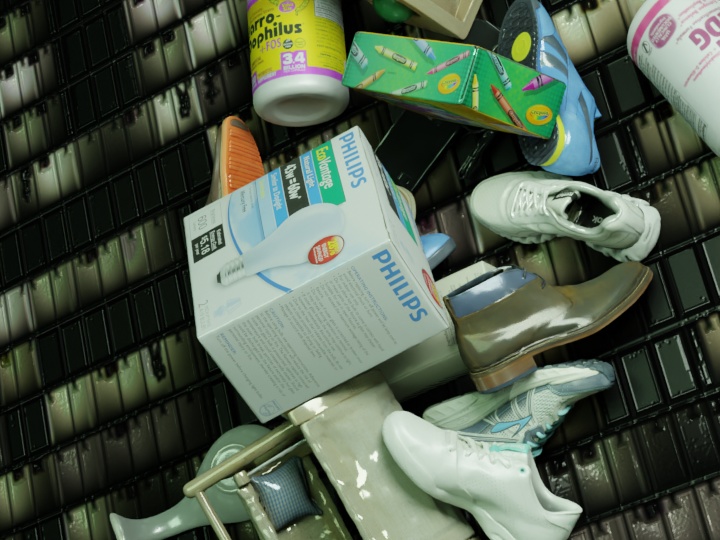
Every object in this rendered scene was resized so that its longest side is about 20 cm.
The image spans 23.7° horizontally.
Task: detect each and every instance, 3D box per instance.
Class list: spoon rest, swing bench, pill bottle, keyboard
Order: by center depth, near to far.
[{"bbox_3d":[0.341,-0.170,1.554,0.113,0.113,0.200,-44,59,14],"label":"pill bottle"},{"bbox_3d":[-0.023,0.232,1.622,0.200,0.130,0.200,-36,79,22],"label":"swing bench"},{"bbox_3d":[0.100,-0.154,1.758,0.200,0.021,0.127,-54,51,9],"label":"keyboard"},{"bbox_3d":[-0.163,0.233,1.800,0.199,0.061,0.100,-27,64,8],"label":"spoon rest"},{"bbox_3d":[-0.070,-0.264,1.843,0.104,0.104,0.201,-15,69,28],"label":"pill bottle"}]

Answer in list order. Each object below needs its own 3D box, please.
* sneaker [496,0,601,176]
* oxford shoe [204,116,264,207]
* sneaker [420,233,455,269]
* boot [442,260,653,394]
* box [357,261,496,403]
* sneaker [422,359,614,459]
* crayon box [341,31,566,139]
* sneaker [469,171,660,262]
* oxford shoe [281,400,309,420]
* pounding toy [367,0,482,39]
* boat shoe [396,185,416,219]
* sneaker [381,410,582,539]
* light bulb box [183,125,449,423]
[{"bbox_3d":[0.189,-0.179,1.687,0.066,0.078,0.201,-42,48,44],"label":"sneaker"},{"bbox_3d":[-0.150,-0.068,1.860,0.073,0.071,0.202,-11,71,34],"label":"oxford shoe"},{"bbox_3d":[0.000,0.000,1.730,0.199,0.066,0.079,-28,91,24],"label":"sneaker"},{"bbox_3d":[0.172,0.022,1.582,0.199,0.075,0.097,-32,99,-11],"label":"boot"},{"bbox_3d":[0.061,0.070,1.689,0.199,0.068,0.083,-24,66,25],"label":"box"},{"bbox_3d":[0.158,0.143,1.617,0.199,0.077,0.087,-24,79,31],"label":"sneaker"},{"bbox_3d":[0.087,-0.180,1.656,0.200,0.118,0.059,18,92,53],"label":"crayon box"},{"bbox_3d":[0.186,-0.062,1.642,0.199,0.081,0.076,11,84,35],"label":"sneaker"},{"bbox_3d":[-0.092,0.093,1.741,0.058,0.075,0.200,-53,31,5],"label":"oxford shoe"},{"bbox_3d":[0.028,-0.334,1.749,0.142,0.184,0.201,24,90,43],"label":"pounding toy"},{"bbox_3d":[-0.038,-0.056,1.779,0.199,0.069,0.074,-4,85,34],"label":"boat shoe"},{"bbox_3d":[0.115,0.181,1.575,0.200,0.075,0.089,38,117,-6],"label":"sneaker"},{"bbox_3d":[-0.046,0.001,1.608,0.199,0.125,0.199,-28,36,9],"label":"light bulb box"}]
